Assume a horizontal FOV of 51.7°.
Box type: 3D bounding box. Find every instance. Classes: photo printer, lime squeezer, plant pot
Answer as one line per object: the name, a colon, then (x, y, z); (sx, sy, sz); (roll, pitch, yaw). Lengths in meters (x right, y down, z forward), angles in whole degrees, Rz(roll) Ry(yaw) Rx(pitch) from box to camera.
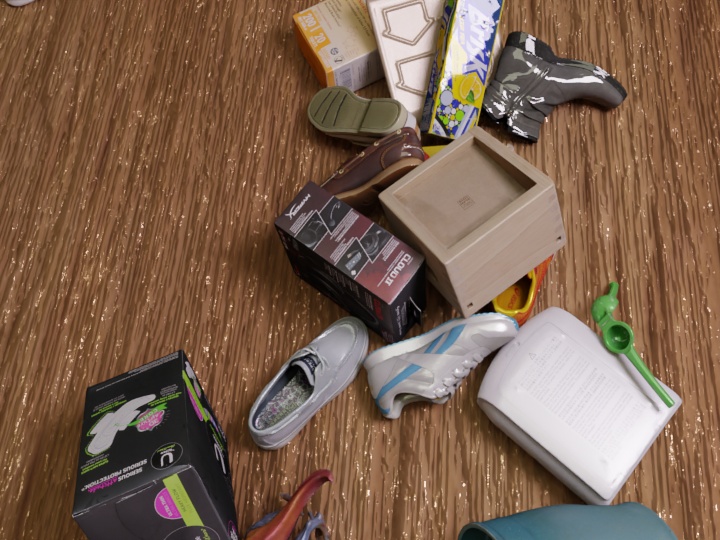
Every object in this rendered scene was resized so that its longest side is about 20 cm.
photo printer: (0.247, 0.152, 0.874); (0.199, 0.070, 0.167); (38, 73, 20)
lime squeezer: (0.305, 0.073, 0.873); (0.037, 0.070, 0.202); (-34, 34, 22)
plant pot: (0.221, 0.325, 0.741); (0.184, 0.201, 0.203); (-13, 63, -18)

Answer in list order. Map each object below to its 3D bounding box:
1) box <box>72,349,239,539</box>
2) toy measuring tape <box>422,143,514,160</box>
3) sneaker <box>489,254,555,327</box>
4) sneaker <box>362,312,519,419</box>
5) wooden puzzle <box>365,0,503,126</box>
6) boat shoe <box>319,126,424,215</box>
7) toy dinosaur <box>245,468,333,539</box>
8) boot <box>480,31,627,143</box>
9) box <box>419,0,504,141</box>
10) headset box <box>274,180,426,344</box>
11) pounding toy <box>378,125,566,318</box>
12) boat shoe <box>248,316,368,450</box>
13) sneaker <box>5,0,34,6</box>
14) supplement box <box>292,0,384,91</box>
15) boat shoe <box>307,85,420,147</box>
box: (-0.216, 0.216, 0.804); (0.122, 0.151, 0.201); (-21, 31, -4)
toy measuring tape: (0.115, -0.133, 1.020); (0.195, 0.074, 0.075); (-4, 65, 4)
sneaker: (0.214, -0.017, 0.953); (0.071, 0.078, 0.204); (11, 65, 12)
sneaker: (0.103, 0.113, 0.896); (0.197, 0.076, 0.082); (-25, 64, 15)
wooden puzzle: (0.112, -0.324, 1.071); (0.181, 0.046, 0.205); (-18, 103, -8)
boat shoe: (0.001, -0.120, 0.996); (0.197, 0.070, 0.072); (-25, 63, 24)
toy dinosaur: (-0.130, 0.308, 0.804); (0.104, 0.204, 0.180); (32, 39, 34)
boot: (0.269, -0.239, 1.061); (0.196, 0.068, 0.133); (23, 90, -3)
box: (0.138, -0.283, 1.027); (0.068, 0.064, 0.205); (10, 98, -13)
headset box: (0.000, 0.000, 0.925); (0.198, 0.149, 0.078); (36, 74, 19)
pounding toy: (0.140, -0.068, 0.918); (0.182, 0.143, 0.200); (-34, 45, -6)
boat shoe: (-0.062, 0.132, 0.913); (0.070, 0.072, 0.201); (36, 74, 19)
sneaker: (-0.525, -0.526, 1.252); (0.198, 0.089, 0.076); (-32, 65, -10)
supplement box: (0.012, -0.363, 1.132); (0.197, 0.074, 0.128); (-27, 67, -8)
boat shoe: (0.002, -0.209, 1.055); (0.198, 0.068, 0.076); (27, 86, 44)
